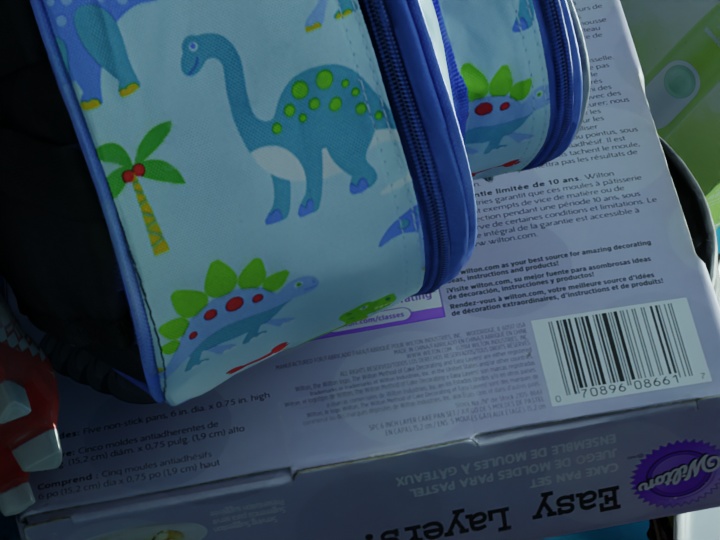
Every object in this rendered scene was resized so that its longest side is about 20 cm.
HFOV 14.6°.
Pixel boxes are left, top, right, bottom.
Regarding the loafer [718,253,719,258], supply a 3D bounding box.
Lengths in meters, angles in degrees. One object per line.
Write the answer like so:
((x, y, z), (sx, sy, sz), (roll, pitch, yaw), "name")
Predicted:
((0.109, 0.016, 0.994), (0.200, 0.072, 0.073), (42, 30, 0), "loafer")

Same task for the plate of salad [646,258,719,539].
((0.112, 0.092, 0.853), (0.200, 0.048, 0.200), (-3, 90, -69), "plate of salad")

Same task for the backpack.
((-0.034, -0.071, 0.662), (0.200, 0.147, 0.183), (-141, -149, -75), "backpack")

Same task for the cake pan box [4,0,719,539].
((0.000, 0.000, 0.787), (0.200, 0.052, 0.184), (-11, 45, -2), "cake pan box")

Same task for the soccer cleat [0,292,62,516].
((-0.117, 0.003, 0.648), (0.200, 0.069, 0.085), (82, -17, -64), "soccer cleat")

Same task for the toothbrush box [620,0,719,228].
((0.123, -0.113, 1.050), (0.146, 0.200, 0.086), (50, 30, 11), "toothbrush box")
